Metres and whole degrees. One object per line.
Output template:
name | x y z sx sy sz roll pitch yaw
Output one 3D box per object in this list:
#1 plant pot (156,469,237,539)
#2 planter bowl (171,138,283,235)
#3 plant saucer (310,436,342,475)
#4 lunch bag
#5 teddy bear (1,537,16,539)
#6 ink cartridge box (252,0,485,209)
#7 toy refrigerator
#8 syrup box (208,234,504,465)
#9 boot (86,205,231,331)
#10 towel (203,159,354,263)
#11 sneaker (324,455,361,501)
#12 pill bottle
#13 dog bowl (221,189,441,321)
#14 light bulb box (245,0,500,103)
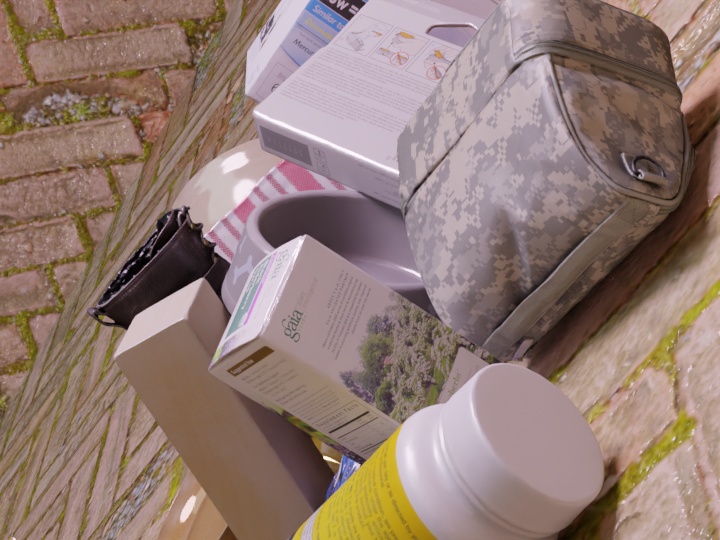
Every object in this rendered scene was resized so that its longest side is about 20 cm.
plant pot | -0.110 0.182 1.455 0.201 0.027 0.201 -52 17 23
planter bowl | -0.059 -0.003 1.580 0.200 0.199 0.136 -49 45 30
plant saucer | -0.047 0.162 1.437 0.200 0.048 0.201 -51 16 28
lunch bag | 0.119 -0.055 1.161 0.200 0.138 0.169 -48 34 42
teddy bear | -0.262 0.316 1.464 0.145 0.066 0.202 68 -170 -59
ink cartridge box | 0.045 -0.130 1.392 0.176 0.199 0.045 -46 -37 -28
toy refrigerator | -0.092 0.115 1.277 0.070 0.201 0.076 -27 17 16
syrup box | 0.012 0.070 1.129 0.081 0.199 0.079 -34 28 56
boot | -0.093 0.019 1.387 0.200 0.175 0.069 -45 22 -18
towel | -0.036 -0.019 1.490 0.200 0.146 0.030 -43 -6 -11
sneaker | 0.010 0.140 1.253 0.078 0.075 0.201 -43 19 54
pill bottle | 0.043 0.150 1.038 0.200 0.114 0.115 -48 18 34
dog bowl | 0.000 0.000 1.301 0.201 0.198 0.059 -93 11 -65
light bulb box | 0.026 -0.210 1.645 0.201 0.197 0.125 -54 17 19
